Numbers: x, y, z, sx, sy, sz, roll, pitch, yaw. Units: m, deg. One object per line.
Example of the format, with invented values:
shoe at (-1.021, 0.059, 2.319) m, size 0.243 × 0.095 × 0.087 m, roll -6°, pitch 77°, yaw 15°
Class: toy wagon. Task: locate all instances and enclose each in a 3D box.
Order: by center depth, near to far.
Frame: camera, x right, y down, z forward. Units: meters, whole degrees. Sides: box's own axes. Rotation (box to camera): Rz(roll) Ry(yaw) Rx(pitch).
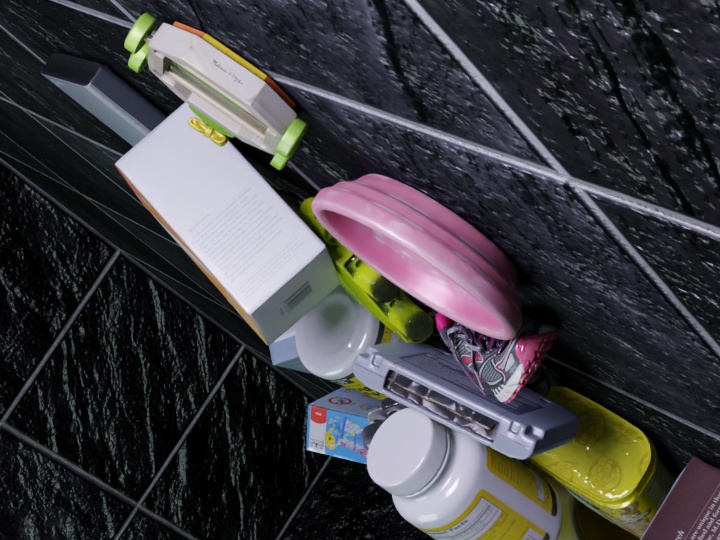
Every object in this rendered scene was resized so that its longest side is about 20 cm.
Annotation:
toy wagon at (-0.117, -0.142, 1.277) m, size 0.155 × 0.040 × 0.200 m, roll 35°, pitch 173°, yaw -3°

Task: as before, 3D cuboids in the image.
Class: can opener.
can opener at (0.098, 0.143, 1.609) m, size 0.053 × 0.199 × 0.067 m, roll 55°, pitch -159°, yaw -40°

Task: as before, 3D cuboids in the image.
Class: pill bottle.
pill bottle at (0.101, 0.217, 1.555) m, size 0.200 × 0.112 × 0.111 m, roll 38°, pitch 171°, yaw -35°
pill bottle at (0.031, 0.087, 1.721) m, size 0.111 × 0.112 × 0.199 m, roll 26°, pitch -179°, yaw 45°

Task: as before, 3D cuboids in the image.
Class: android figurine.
android figurine at (0.000, 0.000, 1.550) m, size 0.182 × 0.041 × 0.200 m, roll 49°, pitch 176°, yaw -31°

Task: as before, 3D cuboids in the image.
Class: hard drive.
hard drive at (-0.237, -0.158, 1.679) m, size 0.200 × 0.033 × 0.139 m, roll 40°, pitch 170°, yaw -33°

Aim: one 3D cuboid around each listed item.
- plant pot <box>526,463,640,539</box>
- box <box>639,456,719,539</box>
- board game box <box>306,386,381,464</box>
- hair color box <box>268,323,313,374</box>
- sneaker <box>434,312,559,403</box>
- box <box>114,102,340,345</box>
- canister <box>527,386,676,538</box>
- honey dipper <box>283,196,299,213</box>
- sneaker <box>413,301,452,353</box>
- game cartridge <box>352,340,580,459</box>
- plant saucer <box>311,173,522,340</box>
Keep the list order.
plant pot at (0.277, 0.313, 1.902) m, size 0.200 × 0.201 × 0.189 m, roll 34°, pitch 156°, yaw -5°
box at (0.385, 0.314, 1.504) m, size 0.166 × 0.165 × 0.200 m, roll 40°, pitch 170°, yaw -38°
board game box at (0.068, 0.176, 1.818) m, size 0.195 × 0.056 × 0.200 m, roll 10°, pitch -166°, yaw 26°
hair color box at (-0.046, 0.066, 1.824) m, size 0.200 × 0.060 × 0.100 m, roll 22°, pitch -128°, yaw -65°
sneaker at (0.117, 0.067, 1.424) m, size 0.075 × 0.081 × 0.200 m, roll 38°, pitch 172°, yaw -10°
box at (-0.124, -0.044, 1.494) m, size 0.200 × 0.097 × 0.124 m, roll 47°, pitch 173°, yaw 16°
canister at (0.262, 0.211, 1.680) m, size 0.148 × 0.087 × 0.200 m, roll 30°, pitch 172°, yaw 30°
honey dipper at (-0.122, -0.081, 1.682) m, size 0.038 × 0.038 × 0.200 m, roll 39°, pitch 167°, yaw -32°
sneaker at (0.116, 0.096, 1.673) m, size 0.200 × 0.074 × 0.079 m, roll 47°, pitch 175°, yaw -35°
game cartridge at (0.105, 0.122, 1.506) m, size 0.199 × 0.042 × 0.133 m, roll 25°, pitch -170°, yaw 26°
plant saucer at (0.054, -0.017, 1.291) m, size 0.200 × 0.051 × 0.201 m, roll 32°, pitch 172°, yaw 5°
